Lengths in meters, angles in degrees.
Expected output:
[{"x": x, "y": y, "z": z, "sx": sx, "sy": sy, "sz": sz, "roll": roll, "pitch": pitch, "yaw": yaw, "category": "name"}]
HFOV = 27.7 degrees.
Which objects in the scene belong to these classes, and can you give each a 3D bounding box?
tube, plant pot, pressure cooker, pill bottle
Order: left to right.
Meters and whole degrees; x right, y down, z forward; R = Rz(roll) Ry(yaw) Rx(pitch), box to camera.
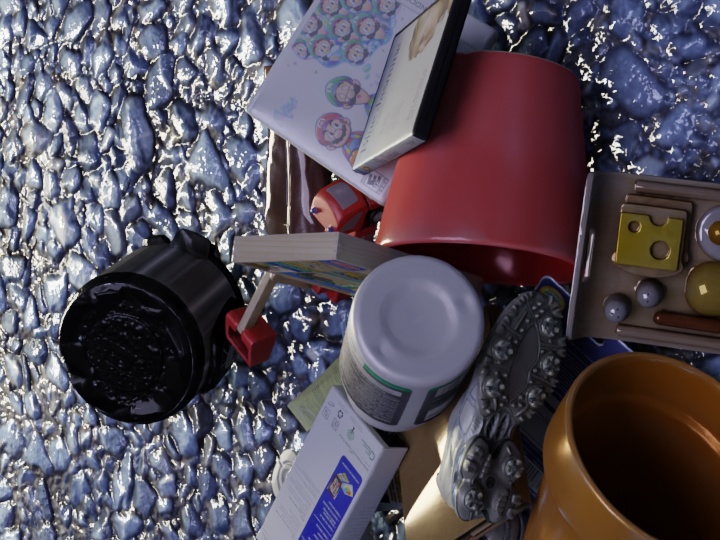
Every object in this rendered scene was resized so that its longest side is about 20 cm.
[{"x": -0.223, "y": 0.058, "z": 1.632, "sx": 0.175, "sy": 0.200, "sz": 0.180, "roll": -24, "pitch": 98, "yaw": 21, "category": "pressure cooker"}, {"x": -0.005, "y": 0.110, "z": 1.475, "sx": 0.200, "sy": 0.052, "sz": 0.058, "roll": -52, "pitch": 30, "yaw": 37, "category": "tube"}, {"x": 0.039, "y": 0.071, "z": 1.268, "sx": 0.200, "sy": 0.112, "sz": 0.114, "roll": 105, "pitch": 144, "yaw": -70, "category": "pill bottle"}, {"x": 0.119, "y": -0.090, "z": 1.306, "sx": 0.199, "sy": 0.200, "sz": 0.179, "roll": -1, "pitch": 77, "yaw": 43, "category": "plant pot"}, {"x": 0.227, "y": 0.204, "z": 1.235, "sx": 0.201, "sy": 0.199, "sz": 0.184, "roll": 54, "pitch": 140, "yaw": 26, "category": "plant pot"}]

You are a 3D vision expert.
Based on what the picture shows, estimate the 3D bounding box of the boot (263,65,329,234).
[{"x": -0.034, "y": -0.113, "z": 1.528, "sx": 0.185, "sy": 0.064, "sz": 0.202, "roll": 7, "pitch": 99, "yaw": 46, "category": "boot"}]

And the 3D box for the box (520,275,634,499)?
[{"x": 0.174, "y": 0.107, "z": 1.340, "sx": 0.121, "sy": 0.032, "sz": 0.201, "roll": 44, "pitch": 131, "yaw": 19, "category": "box"}]

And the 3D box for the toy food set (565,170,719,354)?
[{"x": 0.276, "y": 0.000, "z": 1.204, "sx": 0.198, "sy": 0.060, "sz": 0.145, "roll": 8, "pitch": 100, "yaw": 12, "category": "toy food set"}]

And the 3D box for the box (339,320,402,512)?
[{"x": 0.055, "y": 0.138, "z": 1.477, "sx": 0.136, "sy": 0.040, "sz": 0.202, "roll": -14, "pitch": 84, "yaw": 44, "category": "box"}]

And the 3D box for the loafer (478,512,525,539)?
[{"x": 0.084, "y": 0.297, "z": 1.446, "sx": 0.200, "sy": 0.063, "sz": 0.072, "roll": -48, "pitch": 61, "yaw": 34, "category": "loafer"}]

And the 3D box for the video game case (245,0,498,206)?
[{"x": 0.009, "y": -0.193, "z": 1.432, "sx": 0.181, "sy": 0.024, "sz": 0.201, "roll": 35, "pitch": 94, "yaw": 19, "category": "video game case"}]

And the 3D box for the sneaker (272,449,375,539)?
[{"x": -0.016, "y": 0.266, "z": 1.507, "sx": 0.077, "sy": 0.080, "sz": 0.201, "roll": -50, "pitch": 53, "yaw": 32, "category": "sneaker"}]

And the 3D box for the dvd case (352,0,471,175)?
[{"x": 0.044, "y": -0.168, "z": 1.305, "sx": 0.200, "sy": 0.017, "sz": 0.144, "roll": 161, "pitch": 127, "yaw": -74, "category": "dvd case"}]

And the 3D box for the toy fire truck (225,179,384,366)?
[{"x": -0.058, "y": -0.002, "z": 1.496, "sx": 0.049, "sy": 0.140, "sz": 0.201, "roll": 48, "pitch": 140, "yaw": 28, "category": "toy fire truck"}]

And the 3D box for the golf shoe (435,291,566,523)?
[{"x": 0.107, "y": 0.110, "z": 1.243, "sx": 0.097, "sy": 0.078, "sz": 0.202, "roll": 15, "pitch": 85, "yaw": 65, "category": "golf shoe"}]

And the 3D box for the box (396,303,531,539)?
[{"x": 0.087, "y": 0.155, "z": 1.343, "sx": 0.163, "sy": 0.021, "sz": 0.201, "roll": -43, "pitch": 40, "yaw": 42, "category": "box"}]

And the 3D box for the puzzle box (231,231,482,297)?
[{"x": 0.000, "y": 0.000, "z": 1.315, "sx": 0.132, "sy": 0.199, "sz": 0.026, "roll": -2, "pitch": 77, "yaw": 44, "category": "puzzle box"}]

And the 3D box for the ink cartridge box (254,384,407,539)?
[{"x": -0.031, "y": 0.222, "z": 1.441, "sx": 0.100, "sy": 0.039, "sz": 0.201, "roll": 47, "pitch": 119, "yaw": 40, "category": "ink cartridge box"}]
